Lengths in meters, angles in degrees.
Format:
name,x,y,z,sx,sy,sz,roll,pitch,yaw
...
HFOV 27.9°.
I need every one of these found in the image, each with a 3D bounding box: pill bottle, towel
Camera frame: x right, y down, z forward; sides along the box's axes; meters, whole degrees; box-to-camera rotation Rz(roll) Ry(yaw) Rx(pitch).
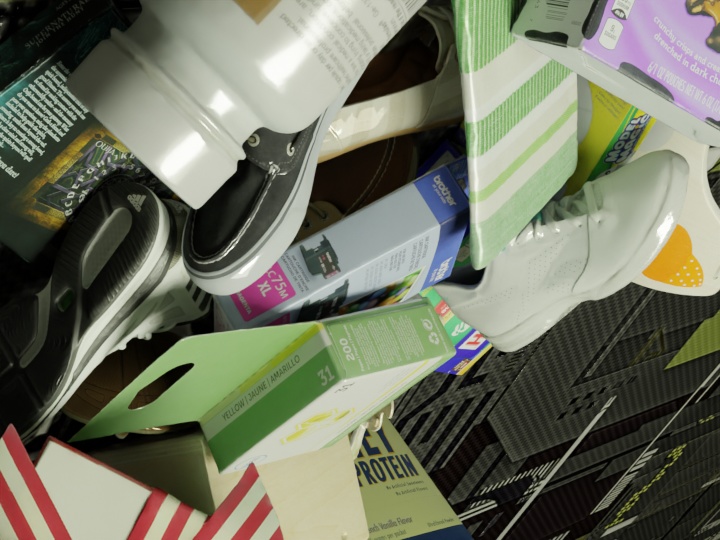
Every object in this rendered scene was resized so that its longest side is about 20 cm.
name,x,y,z,sx,sy,sz,roll,pitch,yaw
pill bottle,-0.044,-0.133,0.704,0.200,0.114,0.114,-47,155,-1
towel,0.094,-0.124,0.878,0.153,0.023,0.202,-43,135,-48

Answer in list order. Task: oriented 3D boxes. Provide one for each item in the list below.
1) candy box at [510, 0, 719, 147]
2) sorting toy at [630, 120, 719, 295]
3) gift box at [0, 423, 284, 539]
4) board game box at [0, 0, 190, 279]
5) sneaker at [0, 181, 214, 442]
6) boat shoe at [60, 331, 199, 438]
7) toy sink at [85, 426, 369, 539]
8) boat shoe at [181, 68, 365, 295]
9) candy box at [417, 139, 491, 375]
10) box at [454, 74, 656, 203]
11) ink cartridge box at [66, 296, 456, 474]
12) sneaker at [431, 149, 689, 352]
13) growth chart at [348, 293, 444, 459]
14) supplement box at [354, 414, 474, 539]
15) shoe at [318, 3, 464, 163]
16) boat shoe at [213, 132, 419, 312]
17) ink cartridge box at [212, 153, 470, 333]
name,x,y,z,sx,sy,sz,roll,pitch,yaw
candy box,0.204,-0.192,0.848,0.167,0.071,0.201,22,92,-32
sorting toy,0.201,-0.110,1.047,0.106,0.201,0.181,-7,140,-15
gift box,-0.141,0.189,0.828,0.187,0.183,0.201,134,-22,-79
board game box,-0.153,-0.065,0.805,0.135,0.028,0.200,-38,154,0
sneaker,-0.152,0.042,0.861,0.201,0.076,0.115,-47,151,14
boat shoe,-0.126,0.082,1.011,0.199,0.074,0.063,3,160,-33
toy sink,-0.112,0.170,1.049,0.130,0.113,0.199,-10,176,-45
boat shoe,-0.050,-0.086,0.799,0.201,0.070,0.066,-61,145,-12
candy box,0.075,-0.002,1.150,0.169,0.077,0.200,-46,155,16
box,0.148,-0.128,0.989,0.048,0.118,0.201,-16,147,-39
ink cartridge box,-0.057,0.078,0.885,0.199,0.048,0.145,-10,158,-45
sneaker,0.128,-0.021,0.970,0.088,0.076,0.200,33,126,-21
growth chart,-0.024,0.067,1.066,0.018,0.145,0.201,0,134,-47
supplement box,-0.053,0.215,1.200,0.134,0.200,0.200,-1,137,-51
shoe,0.030,-0.122,0.898,0.199,0.070,0.053,-26,161,-18
boat shoe,-0.034,-0.029,0.968,0.073,0.076,0.201,-3,137,-46
ink cartridge box,0.000,0.000,0.918,0.199,0.042,0.120,-31,164,-15
